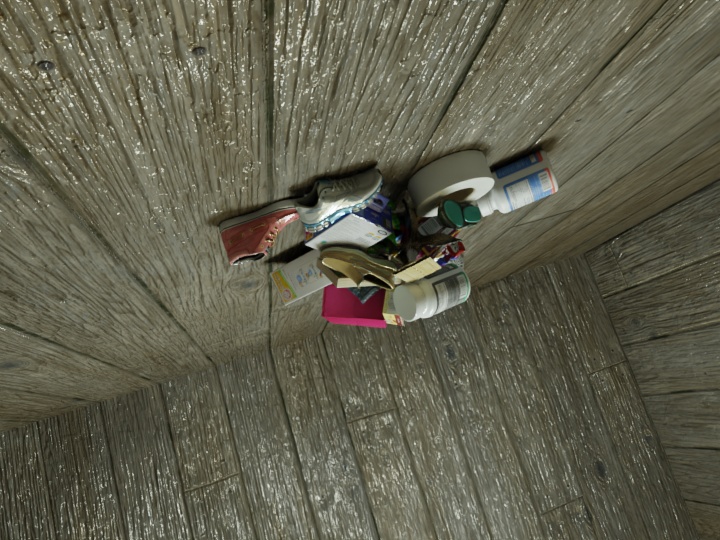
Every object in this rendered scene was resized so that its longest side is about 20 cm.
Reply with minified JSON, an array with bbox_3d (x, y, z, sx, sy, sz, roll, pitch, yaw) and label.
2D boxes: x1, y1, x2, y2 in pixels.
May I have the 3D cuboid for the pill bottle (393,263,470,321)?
[{"bbox_3d":[0.189,0.058,1.430,0.197,0.115,0.113,-17,170,-34],"label":"pill bottle"}]

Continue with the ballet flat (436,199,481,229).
[{"bbox_3d":[0.222,-0.127,1.291,0.073,0.076,0.198,-26,164,34],"label":"ballet flat"}]

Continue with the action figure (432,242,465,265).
[{"bbox_3d":[0.229,-0.025,1.540,0.065,0.052,0.201,-28,166,-27],"label":"action figure"}]

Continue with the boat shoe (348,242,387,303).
[{"bbox_3d":[0.043,0.001,1.509,0.200,0.091,0.071,-43,176,-21],"label":"boat shoe"}]

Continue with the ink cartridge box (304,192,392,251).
[{"bbox_3d":[-0.018,-0.109,1.236,0.135,0.078,0.198,20,146,-40],"label":"ink cartridge box"}]

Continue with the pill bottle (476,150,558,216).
[{"bbox_3d":[0.393,-0.217,1.378,0.196,0.115,0.112,-21,167,17],"label":"pill bottle"}]

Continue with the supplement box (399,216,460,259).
[{"bbox_3d":[0.197,-0.096,1.552,0.130,0.104,0.200,-38,171,-10],"label":"supplement box"}]

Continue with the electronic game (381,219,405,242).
[{"bbox_3d":[0.053,-0.096,1.558,0.196,0.043,0.200,-18,167,-4],"label":"electronic game"}]

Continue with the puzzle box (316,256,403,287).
[{"bbox_3d":[0.000,0.000,1.375,0.196,0.026,0.133,-3,-156,-30],"label":"puzzle box"}]

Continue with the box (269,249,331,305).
[{"bbox_3d":[-0.137,0.003,1.499,0.197,0.103,0.112,-25,-176,28],"label":"box"}]

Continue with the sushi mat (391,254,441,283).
[{"bbox_3d":[0.135,-0.001,1.264,0.094,0.012,0.200,-27,167,11],"label":"sushi mat"}]

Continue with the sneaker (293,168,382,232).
[{"bbox_3d":[-0.047,-0.158,1.096,0.197,0.076,0.087,-31,135,3],"label":"sneaker"}]

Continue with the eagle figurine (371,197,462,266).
[{"bbox_3d":[0.137,-0.074,1.272,0.149,0.154,0.201,-3,149,-28],"label":"eagle figurine"}]

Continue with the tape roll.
[{"bbox_3d":[0.211,-0.201,1.271,0.198,0.072,0.203,-18,168,-4],"label":"tape roll"}]

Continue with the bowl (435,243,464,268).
[{"bbox_3d":[0.232,-0.054,1.701,0.196,0.204,0.095,-18,153,-1],"label":"bowl"}]

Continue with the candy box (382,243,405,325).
[{"bbox_3d":[0.106,0.040,1.513,0.054,0.205,0.116,7,163,10],"label":"candy box"}]

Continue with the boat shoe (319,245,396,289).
[{"bbox_3d":[-0.003,-0.001,1.271,0.195,0.078,0.072,12,154,-15],"label":"boat shoe"}]

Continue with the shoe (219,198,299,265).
[{"bbox_3d":[-0.197,-0.080,1.141,0.196,0.093,0.072,-18,168,-2],"label":"shoe"}]

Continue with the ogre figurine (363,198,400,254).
[{"bbox_3d":[0.035,-0.097,1.399,0.118,0.100,0.200,-21,171,-10],"label":"ogre figurine"}]

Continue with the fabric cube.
[{"bbox_3d":[-0.010,0.061,1.647,0.195,0.202,0.199,4,171,5],"label":"fabric cube"}]
